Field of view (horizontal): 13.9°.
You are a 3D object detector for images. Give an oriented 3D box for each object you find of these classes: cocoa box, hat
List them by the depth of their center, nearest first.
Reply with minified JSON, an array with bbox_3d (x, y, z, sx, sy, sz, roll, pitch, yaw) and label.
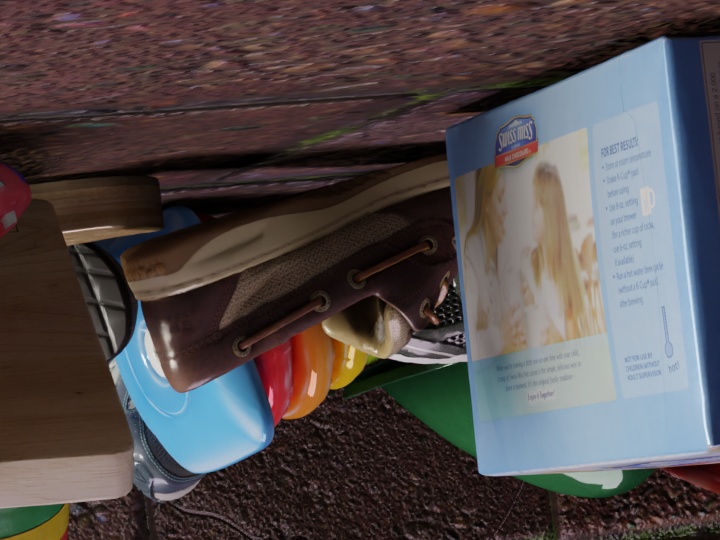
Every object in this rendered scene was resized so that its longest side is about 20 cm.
[{"bbox_3d":[0.125,-0.003,0.993,0.131,0.134,0.200,-4,175,-19],"label":"cocoa box"},{"bbox_3d":[0.111,0.099,1.381,0.200,0.176,0.166,-21,-179,37],"label":"hat"}]

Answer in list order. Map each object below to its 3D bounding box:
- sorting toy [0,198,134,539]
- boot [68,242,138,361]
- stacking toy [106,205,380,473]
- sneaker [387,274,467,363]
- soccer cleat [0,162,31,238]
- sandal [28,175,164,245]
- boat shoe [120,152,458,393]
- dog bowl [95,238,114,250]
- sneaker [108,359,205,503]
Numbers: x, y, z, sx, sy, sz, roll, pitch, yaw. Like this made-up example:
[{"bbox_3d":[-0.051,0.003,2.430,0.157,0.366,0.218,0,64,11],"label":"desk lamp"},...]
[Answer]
[{"bbox_3d":[-0.192,0.051,1.017,0.200,0.070,0.199,-3,-154,-13],"label":"sorting toy"},{"bbox_3d":[-0.159,0.007,1.271,0.200,0.070,0.132,4,-176,27],"label":"boot"},{"bbox_3d":[-0.009,0.007,1.351,0.200,0.116,0.110,-20,178,-27],"label":"stacking toy"},{"bbox_3d":[0.095,-0.017,1.249,0.200,0.080,0.086,-19,179,-11],"label":"sneaker"},{"bbox_3d":[-0.196,-0.010,0.965,0.200,0.077,0.067,-25,166,-38],"label":"soccer cleat"},{"bbox_3d":[-0.178,0.010,1.152,0.211,0.070,0.078,-7,176,9],"label":"sandal"},{"bbox_3d":[0.000,0.000,1.170,0.200,0.072,0.072,-18,-177,-37],"label":"boat shoe"},{"bbox_3d":[-0.139,0.015,1.473,0.111,0.050,0.200,-5,177,-19],"label":"dog bowl"},{"bbox_3d":[-0.069,0.044,1.577,0.086,0.078,0.200,-29,-164,37],"label":"sneaker"}]
